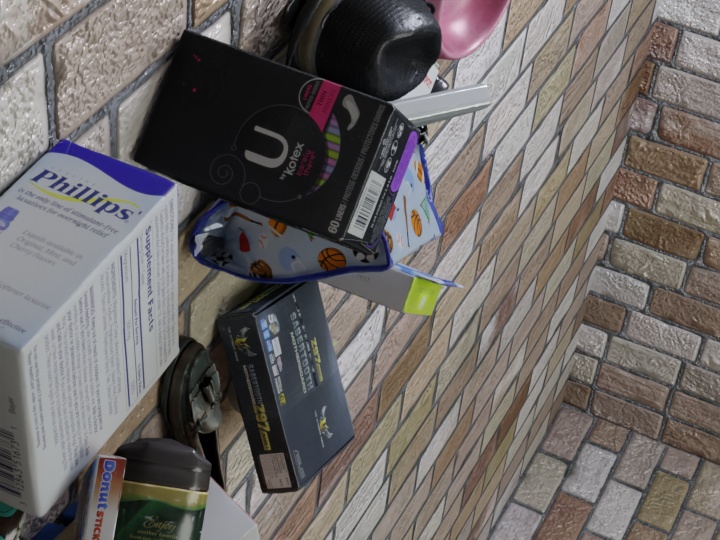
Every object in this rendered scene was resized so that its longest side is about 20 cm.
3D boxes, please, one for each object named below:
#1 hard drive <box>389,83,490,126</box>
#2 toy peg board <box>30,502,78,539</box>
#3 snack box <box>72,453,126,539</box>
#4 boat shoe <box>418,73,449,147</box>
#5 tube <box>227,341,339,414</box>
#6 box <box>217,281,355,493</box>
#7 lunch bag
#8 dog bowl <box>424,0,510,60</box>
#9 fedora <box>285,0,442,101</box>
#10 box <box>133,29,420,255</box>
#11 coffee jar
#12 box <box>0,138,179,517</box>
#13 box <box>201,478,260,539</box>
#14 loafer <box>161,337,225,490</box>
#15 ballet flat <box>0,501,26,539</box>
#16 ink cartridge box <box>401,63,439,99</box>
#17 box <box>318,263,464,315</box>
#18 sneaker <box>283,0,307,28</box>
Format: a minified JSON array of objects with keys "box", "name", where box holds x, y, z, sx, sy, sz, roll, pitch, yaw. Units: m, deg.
[{"box":[0.009,-0.144,1.492,0.200,0.132,0.026,-15,93,-32],"name":"hard drive"},{"box":[-0.277,0.311,1.372,0.200,0.098,0.199,-45,136,-55],"name":"toy peg board"},{"box":[-0.210,0.190,1.216,0.200,0.024,0.072,138,-38,-72],"name":"snack box"},{"box":[0.050,-0.161,1.804,0.073,0.063,0.200,-55,171,-44],"name":"boat shoe"},{"box":[-0.088,0.120,1.765,0.200,0.058,0.052,-25,123,-69],"name":"tube"},{"box":[-0.076,0.119,1.658,0.158,0.051,0.200,-34,114,-63],"name":"box"},{"box":[-0.046,-0.053,1.472,0.170,0.200,0.124,-25,103,-66],"name":"lunch bag"},{"box":[0.108,-0.328,1.738,0.200,0.074,0.200,-43,150,-32],"name":"dog bowl"},{"box":[0.018,-0.218,1.463,0.201,0.092,0.201,-45,160,-21],"name":"fedora"},{"box":[-0.068,-0.106,1.292,0.122,0.200,0.106,-69,163,-1],"name":"box"},{"box":[-0.183,0.243,1.317,0.104,0.085,0.200,164,-64,-76],"name":"coffee jar"},{"box":[-0.227,0.040,1.134,0.200,0.105,0.184,-53,158,-42],"name":"box"},{"box":[-0.170,0.291,1.546,0.097,0.124,0.200,-37,151,-23],"name":"box"},{"box":[-0.160,0.153,1.557,0.072,0.063,0.200,-51,156,-45],"name":"loafer"},{"box":[-0.291,0.197,1.191,0.200,0.076,0.064,-59,177,-20],"name":"ballet flat"},{"box":[0.001,-0.155,1.657,0.200,0.084,0.146,-69,164,-3],"name":"ink cartridge box"},{"box":[0.000,0.000,1.637,0.048,0.200,0.122,-70,163,4],"name":"box"},{"box":[-0.001,-0.294,1.515,0.200,0.060,0.104,-53,161,-15],"name":"sneaker"}]
